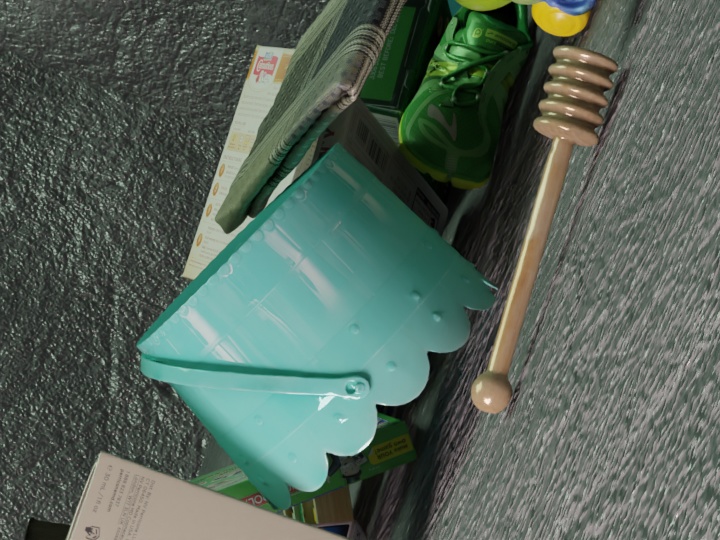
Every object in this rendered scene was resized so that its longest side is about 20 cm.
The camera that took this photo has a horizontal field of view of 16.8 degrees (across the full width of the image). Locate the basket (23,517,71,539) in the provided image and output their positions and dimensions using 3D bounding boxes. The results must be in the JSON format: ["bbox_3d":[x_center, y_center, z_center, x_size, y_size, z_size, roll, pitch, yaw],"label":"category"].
[{"bbox_3d":[-0.140,0.254,1.725,0.181,0.198,0.137,105,170,-68],"label":"basket"}]

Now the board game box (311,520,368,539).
[{"bbox_3d":[-0.072,0.253,1.580,0.201,0.125,0.035,-74,-33,-43],"label":"board game box"}]

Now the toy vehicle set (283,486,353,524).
[{"bbox_3d":[-0.040,0.119,1.778,0.124,0.026,0.202,123,139,-70],"label":"toy vehicle set"}]

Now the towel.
[{"bbox_3d":[-0.015,-0.133,1.579,0.200,0.034,0.193,-44,18,52],"label":"towel"}]

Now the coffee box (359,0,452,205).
[{"bbox_3d":[0.041,-0.123,1.841,0.200,0.044,0.124,69,-146,-63],"label":"coffee box"}]

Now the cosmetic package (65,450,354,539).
[{"bbox_3d":[-0.075,0.176,1.445,0.104,0.199,0.074,128,162,-77],"label":"cosmetic package"}]

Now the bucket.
[{"bbox_3d":[-0.031,0.032,1.487,0.207,0.135,0.207,-45,4,4],"label":"bucket"}]

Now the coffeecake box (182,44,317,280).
[{"bbox_3d":[-0.055,-0.071,1.941,0.153,0.073,0.202,16,88,64],"label":"coffeecake box"}]

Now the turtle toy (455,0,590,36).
[{"bbox_3d":[0.112,-0.228,1.527,0.200,0.100,0.147,118,171,-57],"label":"turtle toy"}]

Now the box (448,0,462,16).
[{"bbox_3d":[0.085,-0.204,1.962,0.082,0.049,0.201,-58,-9,-63],"label":"box"}]

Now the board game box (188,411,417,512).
[{"bbox_3d":[-0.067,0.143,1.628,0.135,0.198,0.029,-176,66,-83],"label":"board game box"}]

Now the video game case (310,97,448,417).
[{"bbox_3d":[0.000,0.000,1.697,0.200,0.023,0.184,48,-127,-59],"label":"video game case"}]

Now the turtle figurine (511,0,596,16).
[{"bbox_3d":[0.103,-0.261,1.364,0.194,0.200,0.144,-50,-34,-1],"label":"turtle figurine"}]

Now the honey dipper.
[{"bbox_3d":[0.095,-0.021,1.316,0.038,0.038,0.202,159,128,-83],"label":"honey dipper"}]

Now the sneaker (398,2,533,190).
[{"bbox_3d":[0.077,-0.138,1.725,0.084,0.073,0.201,110,177,-46],"label":"sneaker"}]
